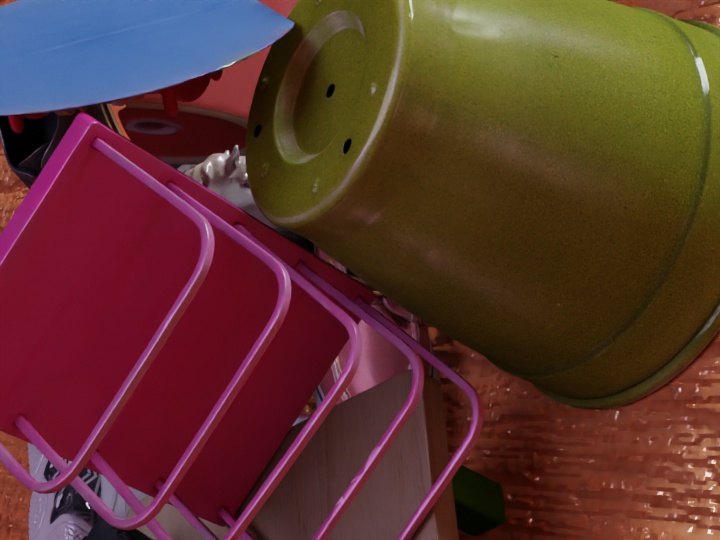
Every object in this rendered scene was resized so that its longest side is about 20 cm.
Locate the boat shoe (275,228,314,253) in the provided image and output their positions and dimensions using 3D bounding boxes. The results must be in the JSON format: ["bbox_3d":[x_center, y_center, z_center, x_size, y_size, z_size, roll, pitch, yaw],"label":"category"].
[{"bbox_3d":[-0.066,-0.041,1.179,0.200,0.071,0.068,-119,30,-64],"label":"boat shoe"}]

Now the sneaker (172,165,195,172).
[{"bbox_3d":[-0.158,-0.078,1.364,0.074,0.088,0.201,-11,63,57],"label":"sneaker"}]

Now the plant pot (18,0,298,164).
[{"bbox_3d":[-0.113,-0.163,1.116,0.200,0.200,0.178,-13,71,55],"label":"plant pot"}]

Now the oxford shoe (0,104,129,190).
[{"bbox_3d":[-0.144,-0.038,1.002,0.071,0.072,0.200,-35,79,29],"label":"oxford shoe"}]

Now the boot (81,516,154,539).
[{"bbox_3d":[-0.116,0.220,0.889,0.168,0.076,0.200,-57,34,-4],"label":"boot"}]

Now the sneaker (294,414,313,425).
[{"bbox_3d":[-0.058,0.178,1.071,0.200,0.081,0.088,-57,32,23],"label":"sneaker"}]

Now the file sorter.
[{"bbox_3d":[-0.062,0.052,0.850,0.125,0.200,0.139,36,93,46],"label":"file sorter"}]

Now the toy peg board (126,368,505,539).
[{"bbox_3d":[-0.011,0.186,0.941,0.199,0.098,0.201,-28,49,30],"label":"toy peg board"}]

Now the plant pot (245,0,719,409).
[{"bbox_3d":[0.056,-0.055,0.907,0.200,0.192,0.201,-33,48,46],"label":"plant pot"}]

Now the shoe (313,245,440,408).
[{"bbox_3d":[0.000,0.000,1.049,0.091,0.071,0.201,77,-172,-52],"label":"shoe"}]

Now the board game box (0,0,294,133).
[{"bbox_3d":[-0.121,-0.094,0.920,0.200,0.157,0.039,-140,36,-59],"label":"board game box"}]

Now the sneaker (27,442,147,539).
[{"bbox_3d":[-0.141,0.134,1.190,0.075,0.115,0.201,-33,50,46],"label":"sneaker"}]

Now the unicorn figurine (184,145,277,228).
[{"bbox_3d":[-0.085,0.025,1.053,0.200,0.074,0.138,-35,84,27],"label":"unicorn figurine"}]
